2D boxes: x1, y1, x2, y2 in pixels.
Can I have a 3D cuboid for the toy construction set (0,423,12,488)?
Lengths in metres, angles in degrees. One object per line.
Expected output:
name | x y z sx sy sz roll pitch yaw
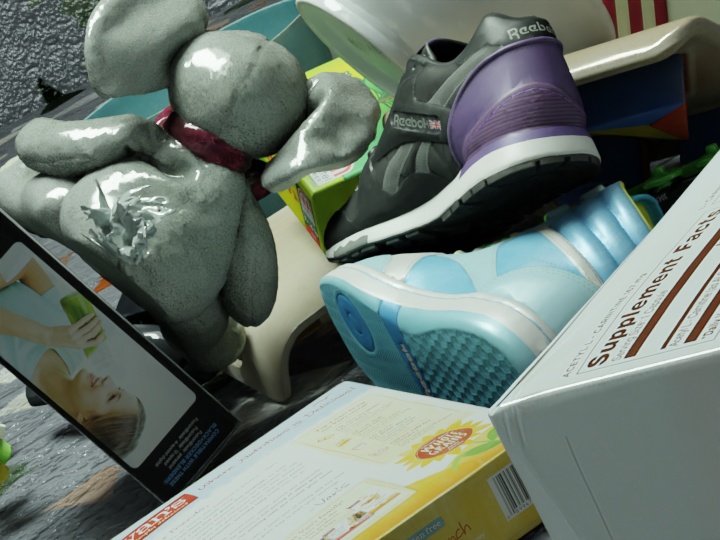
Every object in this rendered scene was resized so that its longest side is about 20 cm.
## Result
toy construction set | -0.263 0.110 1.286 0.131 0.092 0.200 -55 9 -5

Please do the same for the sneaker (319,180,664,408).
sneaker | 0.073 0.009 1.018 0.130 0.080 0.200 -36 25 -20

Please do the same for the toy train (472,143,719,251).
toy train | 0.116 -0.017 1.109 0.199 0.042 0.056 -23 4 21

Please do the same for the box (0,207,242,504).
box | -0.163 0.029 1.135 0.060 0.200 0.117 -49 15 -6

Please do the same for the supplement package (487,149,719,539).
supplement package | 0.170 0.051 0.413 0.199 0.192 0.147 -18 16 40

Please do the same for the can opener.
can opener | -0.140 0.060 1.296 0.200 0.063 0.079 -31 35 56

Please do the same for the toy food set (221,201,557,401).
toy food set | 0.000 0.000 1.266 0.200 0.061 0.143 -35 26 -18

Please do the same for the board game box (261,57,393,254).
board game box | 0.043 -0.093 1.244 0.199 0.048 0.102 -25 43 -14

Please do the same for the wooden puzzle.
wooden puzzle | 0.140 -0.073 1.126 0.185 0.047 0.200 -15 -14 37

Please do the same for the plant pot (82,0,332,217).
plant pot | -0.091 -0.085 1.555 0.199 0.135 0.200 -28 15 8

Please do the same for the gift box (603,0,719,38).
gift box | 0.137 -0.224 1.393 0.199 0.188 0.185 -8 11 -11

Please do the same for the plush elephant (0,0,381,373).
plush elephant | -0.085 -0.060 1.126 0.155 0.164 0.200 -52 2 -11

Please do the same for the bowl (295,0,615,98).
bowl | 0.029 -0.146 1.151 0.090 0.201 0.201 -51 17 -7

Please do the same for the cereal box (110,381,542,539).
cereal box | -0.014 0.105 0.917 0.144 0.040 0.200 -33 14 -19

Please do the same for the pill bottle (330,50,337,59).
pill bottle | 0.020 -0.169 1.693 0.115 0.116 0.200 -25 14 15

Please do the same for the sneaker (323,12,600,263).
sneaker | 0.043 -0.062 1.052 0.075 0.088 0.200 -4 -14 -33
